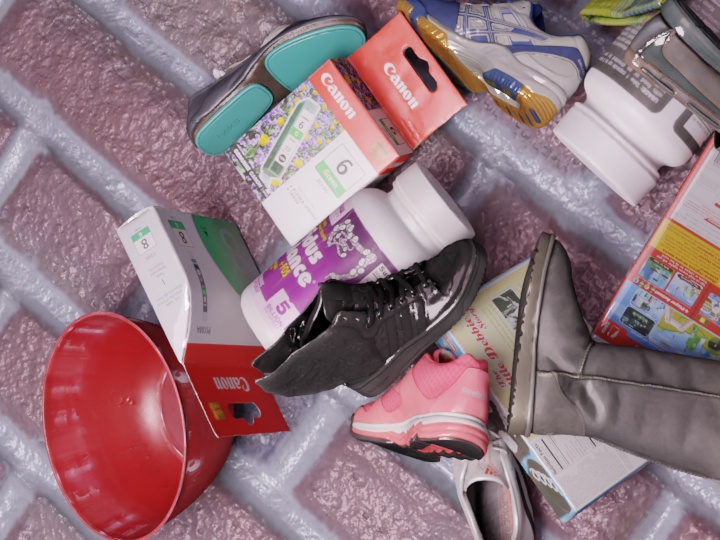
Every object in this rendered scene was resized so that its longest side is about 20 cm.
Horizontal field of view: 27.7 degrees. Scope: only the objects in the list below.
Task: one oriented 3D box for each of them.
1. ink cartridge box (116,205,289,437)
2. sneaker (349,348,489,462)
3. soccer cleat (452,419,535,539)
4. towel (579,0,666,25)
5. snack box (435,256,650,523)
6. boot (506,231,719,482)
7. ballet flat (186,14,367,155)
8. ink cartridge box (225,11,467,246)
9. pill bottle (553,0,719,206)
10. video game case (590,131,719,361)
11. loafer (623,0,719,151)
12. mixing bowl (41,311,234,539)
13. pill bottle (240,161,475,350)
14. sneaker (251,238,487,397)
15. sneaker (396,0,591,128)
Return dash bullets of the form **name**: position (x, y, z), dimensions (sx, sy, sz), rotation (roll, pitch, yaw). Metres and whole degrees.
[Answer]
- **ink cartridge box**: position (-0.120, 0.045, 1.284), dimensions (0.050, 0.161, 0.202), rotation (-33, 75, 16)
- **sneaker**: position (0.058, 0.112, 1.230), dimensions (0.073, 0.200, 0.088), rotation (21, 76, -22)
- **soccer cleat**: position (0.108, 0.154, 1.242), dimensions (0.068, 0.085, 0.203), rotation (-11, 81, 15)
- **towel**: position (0.271, -0.287, 1.209), dimensions (0.023, 0.143, 0.201), rotation (38, 85, -19)
- **snack box**: position (0.159, 0.096, 1.230), dimensions (0.115, 0.037, 0.201), rotation (-28, 74, -23)
- **boot**: position (0.223, 0.070, 1.182), dimensions (0.197, 0.073, 0.185), rotation (6, 83, 4)
- **ballet flat**: position (-0.084, -0.186, 1.350), dimensions (0.199, 0.073, 0.074), rotation (-35, 75, 16)
- **ink cartridge box**: position (-0.014, -0.126, 1.304), dimensions (0.199, 0.050, 0.109), rotation (-39, 85, 21)
- **pill bottle**: position (0.259, -0.162, 1.217), dimensions (0.114, 0.114, 0.200), rotation (43, 97, 17)
- **video game case**: position (0.301, 0.007, 1.208), dimensions (0.142, 0.017, 0.202), rotation (31, 100, 4)
- **loafer**: position (0.287, -0.127, 1.146), dimensions (0.063, 0.072, 0.200), rotation (-40, 109, 21)
- **mixing bowl**: position (-0.183, 0.132, 1.305), dimensions (0.198, 0.108, 0.203), rotation (6, 99, 42)
- **pill bottle**: position (0.000, 0.000, 1.278), dimensions (0.199, 0.112, 0.113), rotation (-40, 74, 9)
- **sneaker**: position (0.007, 0.036, 1.199), dimensions (0.200, 0.104, 0.060), rotation (-49, 32, 17)
- **sneaker**: position (0.118, -0.202, 1.283), dimensions (0.088, 0.075, 0.199), rotation (-46, 57, -8)
